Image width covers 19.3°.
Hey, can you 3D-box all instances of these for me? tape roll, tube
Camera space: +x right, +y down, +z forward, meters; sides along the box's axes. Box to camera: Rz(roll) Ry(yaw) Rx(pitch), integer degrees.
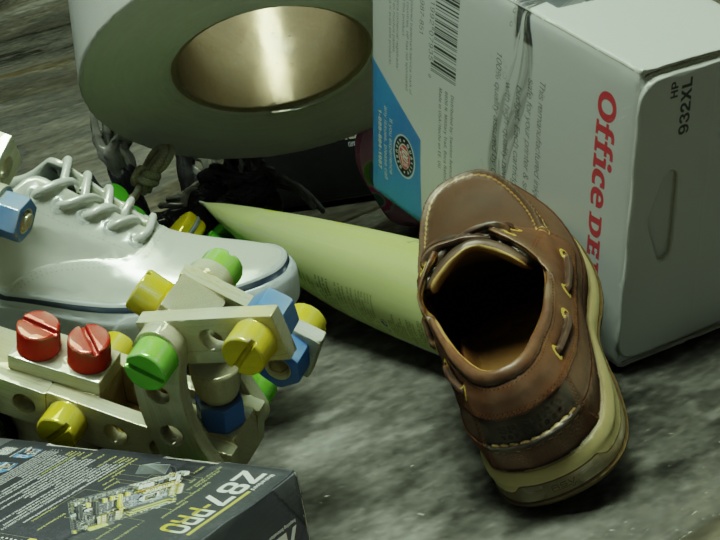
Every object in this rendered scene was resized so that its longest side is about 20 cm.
[{"bbox_3d":[-0.051,-0.136,1.097,0.201,0.071,0.203,-9,-24,-4],"label":"tape roll"},{"bbox_3d":[0.000,0.000,1.028,0.052,0.058,0.200,-24,24,-31],"label":"tube"}]

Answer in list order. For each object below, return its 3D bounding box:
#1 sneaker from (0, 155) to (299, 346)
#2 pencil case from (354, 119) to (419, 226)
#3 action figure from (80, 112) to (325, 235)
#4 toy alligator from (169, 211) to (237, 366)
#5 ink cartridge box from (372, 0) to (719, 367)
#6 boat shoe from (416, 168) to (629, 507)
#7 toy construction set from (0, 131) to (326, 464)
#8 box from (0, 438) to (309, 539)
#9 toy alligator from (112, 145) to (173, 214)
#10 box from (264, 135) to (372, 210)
[{"bbox_3d":[-0.126,-0.011,0.931,0.199,0.071,0.073,2,25,10],"label":"sneaker"},{"bbox_3d":[0.093,-0.060,1.144,0.199,0.088,0.087,3,21,39],"label":"pencil case"},{"bbox_3d":[-0.125,-0.053,1.211,0.199,0.103,0.119,-9,5,7],"label":"action figure"},{"bbox_3d":[-0.078,0.021,1.028,0.054,0.059,0.200,-49,14,10],"label":"toy alligator"},{"bbox_3d":[0.092,-0.070,0.982,0.083,0.146,0.200,-18,35,-28],"label":"ink cartridge box"},{"bbox_3d":[0.058,0.009,0.864,0.072,0.068,0.200,-26,32,9],"label":"boat shoe"},{"bbox_3d":[-0.111,0.026,0.852,0.199,0.132,0.092,28,47,24],"label":"toy construction set"},{"bbox_3d":[-0.136,0.121,0.740,0.161,0.049,0.200,-1,19,34],"label":"box"},{"bbox_3d":[-0.139,-0.012,1.044,0.059,0.054,0.200,-49,17,36],"label":"toy alligator"},{"bbox_3d":[0.012,-0.114,1.353,0.163,0.087,0.200,-9,17,4],"label":"box"}]
